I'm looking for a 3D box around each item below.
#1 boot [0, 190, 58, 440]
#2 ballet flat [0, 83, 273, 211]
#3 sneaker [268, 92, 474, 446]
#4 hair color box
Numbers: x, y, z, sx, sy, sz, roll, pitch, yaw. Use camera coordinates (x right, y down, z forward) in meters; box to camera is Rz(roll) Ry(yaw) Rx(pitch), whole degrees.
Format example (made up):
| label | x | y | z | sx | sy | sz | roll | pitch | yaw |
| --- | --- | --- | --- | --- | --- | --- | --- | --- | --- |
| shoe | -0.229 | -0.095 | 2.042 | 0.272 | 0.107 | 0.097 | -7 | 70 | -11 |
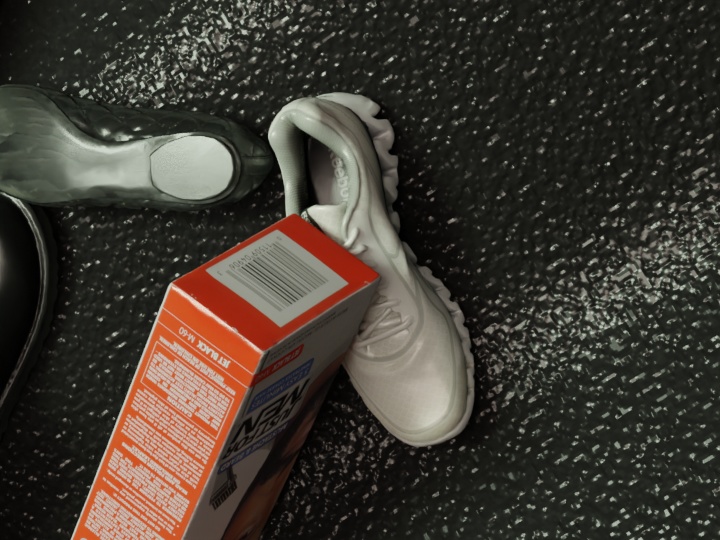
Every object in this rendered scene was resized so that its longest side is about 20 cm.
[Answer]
| label | x | y | z | sx | sy | sz | roll | pitch | yaw |
| --- | --- | --- | --- | --- | --- | --- | --- | --- | --- |
| boot | -0.247 | 0.051 | 1.039 | 0.079 | 0.158 | 0.212 | 16 | 94 | 18 |
| ballet flat | -0.145 | -0.065 | 1.063 | 0.199 | 0.057 | 0.067 | 11 | 96 | 21 |
| sneaker | 0.000 | 0.000 | 0.998 | 0.075 | 0.081 | 0.200 | -24 | 83 | 15 |
| hair color box | -0.073 | 0.080 | 0.967 | 0.064 | 0.111 | 0.200 | 36 | 126 | 15 |
